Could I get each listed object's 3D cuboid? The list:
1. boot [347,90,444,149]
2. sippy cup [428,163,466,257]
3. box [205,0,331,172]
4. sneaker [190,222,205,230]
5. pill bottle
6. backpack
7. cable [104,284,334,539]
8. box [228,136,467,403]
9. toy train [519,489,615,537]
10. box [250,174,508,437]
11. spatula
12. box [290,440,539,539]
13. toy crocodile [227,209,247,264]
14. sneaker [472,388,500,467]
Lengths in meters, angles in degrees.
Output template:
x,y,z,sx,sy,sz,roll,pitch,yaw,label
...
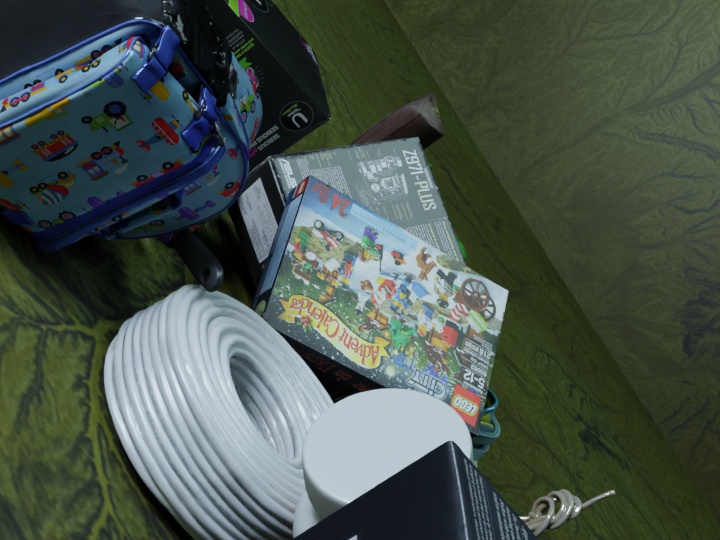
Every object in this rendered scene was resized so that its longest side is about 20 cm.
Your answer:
x,y,z,sx,sy,sz,roll,pitch,yaw,label
0.021,-0.110,1.340,0.064,0.200,0.186,54,13,10,boot
0.029,-0.018,1.246,0.130,0.139,0.178,48,22,-68,sippy cup
-0.140,-0.213,1.203,0.200,0.124,0.149,47,18,-33,box
-0.127,-0.096,1.057,0.070,0.090,0.200,50,16,-21,sneaker
0.021,0.175,0.736,0.117,0.116,0.201,-104,-173,-54,pill bottle
-0.156,-0.090,0.809,0.200,0.182,0.135,56,17,-50,backpack
-0.080,0.103,0.816,0.200,0.069,0.200,54,15,-5,cable
0.000,0.000,1.055,0.163,0.086,0.201,-13,77,-37,box
0.070,0.156,0.908,0.116,0.200,0.085,60,15,4,toy train
0.017,0.033,0.972,0.200,0.038,0.137,29,56,-20,box
-0.128,-0.029,0.892,0.020,0.057,0.200,19,15,-26,spatula
0.027,0.229,0.624,0.197,0.200,0.124,50,16,-20,box
-0.055,0.016,1.117,0.200,0.062,0.067,53,-25,-2,toy crocodile
0.087,0.173,1.080,0.200,0.130,0.080,48,15,-28,sneaker
